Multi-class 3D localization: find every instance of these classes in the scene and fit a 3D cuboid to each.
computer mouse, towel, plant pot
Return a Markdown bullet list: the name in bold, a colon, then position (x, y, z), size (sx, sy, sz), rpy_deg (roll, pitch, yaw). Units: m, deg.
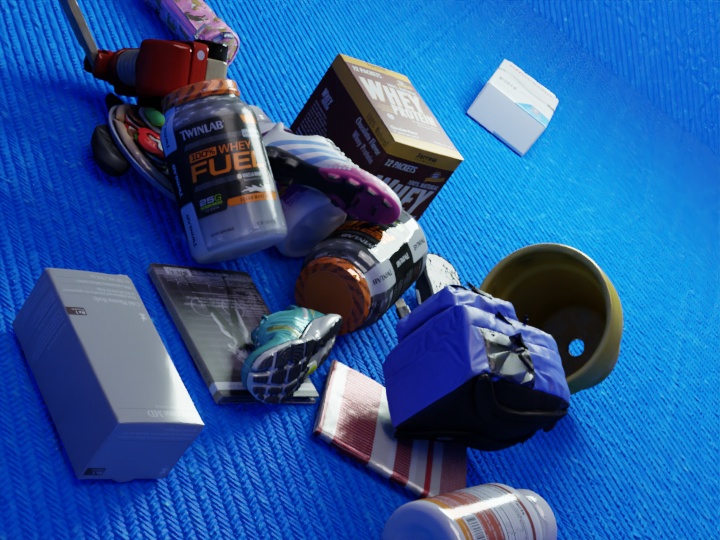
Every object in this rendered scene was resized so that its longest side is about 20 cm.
- **computer mouse**: position (0.089, 0.055, 1.675), size (0.139, 0.046, 0.202), rpy_deg (19, 43, -36)
- **computer mouse**: position (-0.317, -0.172, 1.559), size (0.058, 0.034, 0.201), rpy_deg (35, 20, -24)
- **towel**: position (0.038, 0.196, 1.423), size (0.199, 0.023, 0.144), rpy_deg (32, 29, -11)
- **plant pot**: position (0.275, 0.086, 1.689), size (0.201, 0.200, 0.189), rpy_deg (54, 11, 30)

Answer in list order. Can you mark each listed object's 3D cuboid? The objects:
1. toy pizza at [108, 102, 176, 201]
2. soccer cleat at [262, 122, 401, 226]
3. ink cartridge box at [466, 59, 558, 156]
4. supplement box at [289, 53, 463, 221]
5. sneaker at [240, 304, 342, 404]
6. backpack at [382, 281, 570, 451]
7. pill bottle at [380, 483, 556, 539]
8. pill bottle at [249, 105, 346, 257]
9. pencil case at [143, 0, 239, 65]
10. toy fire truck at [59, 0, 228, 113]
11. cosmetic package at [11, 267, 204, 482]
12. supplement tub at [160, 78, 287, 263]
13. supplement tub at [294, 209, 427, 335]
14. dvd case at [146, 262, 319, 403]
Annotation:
- **toy pizza**: position (-0.237, -0.149, 1.571), size (0.200, 0.032, 0.201), rpy_deg (39, 19, -16)
- **soccer cleat**: position (-0.034, -0.128, 1.537), size (0.198, 0.070, 0.087), rpy_deg (24, 46, -3)
- **ink cartridge box**: position (0.309, -0.331, 2.469), size (0.145, 0.084, 0.200), rpy_deg (37, 28, 0)
- **supplement box**: position (0.003, -0.155, 1.718), size (0.132, 0.201, 0.198), rpy_deg (10, 38, -40)
- **sneaker**: position (-0.090, 0.089, 1.369), size (0.079, 0.078, 0.200), rpy_deg (23, 20, 13)
- **backpack**: position (0.148, 0.116, 1.445), size (0.199, 0.162, 0.169), rpy_deg (21, 52, -36)
- **pill bottle**: position (0.120, 0.286, 1.287), size (0.199, 0.112, 0.113), rpy_deg (0, 45, -50)
- **pill bottle**: position (-0.113, -0.124, 1.630), size (0.112, 0.113, 0.200), rpy_deg (-3, 47, -51)
- **pencil case**: position (-0.269, -0.394, 1.891), size (0.082, 0.087, 0.200), rpy_deg (-26, 63, -25)
- **toy fire truck**: position (-0.289, -0.276, 1.564), size (0.199, 0.130, 0.175), rpy_deg (6, 4, -44)
- **cosmetic package**: position (-0.244, 0.099, 1.170), size (0.106, 0.090, 0.200), rpy_deg (7, 37, -48)
- **supplement tub**: position (-0.169, -0.119, 1.470), size (0.122, 0.122, 0.202), rpy_deg (-10, 82, -55)
- **supplement tub**: position (0.000, 0.000, 1.559), size (0.122, 0.123, 0.200), rpy_deg (39, 30, 4)
- **dvd case**: position (-0.146, 0.072, 1.399), size (0.148, 0.016, 0.201), rpy_deg (7, 41, -46)
